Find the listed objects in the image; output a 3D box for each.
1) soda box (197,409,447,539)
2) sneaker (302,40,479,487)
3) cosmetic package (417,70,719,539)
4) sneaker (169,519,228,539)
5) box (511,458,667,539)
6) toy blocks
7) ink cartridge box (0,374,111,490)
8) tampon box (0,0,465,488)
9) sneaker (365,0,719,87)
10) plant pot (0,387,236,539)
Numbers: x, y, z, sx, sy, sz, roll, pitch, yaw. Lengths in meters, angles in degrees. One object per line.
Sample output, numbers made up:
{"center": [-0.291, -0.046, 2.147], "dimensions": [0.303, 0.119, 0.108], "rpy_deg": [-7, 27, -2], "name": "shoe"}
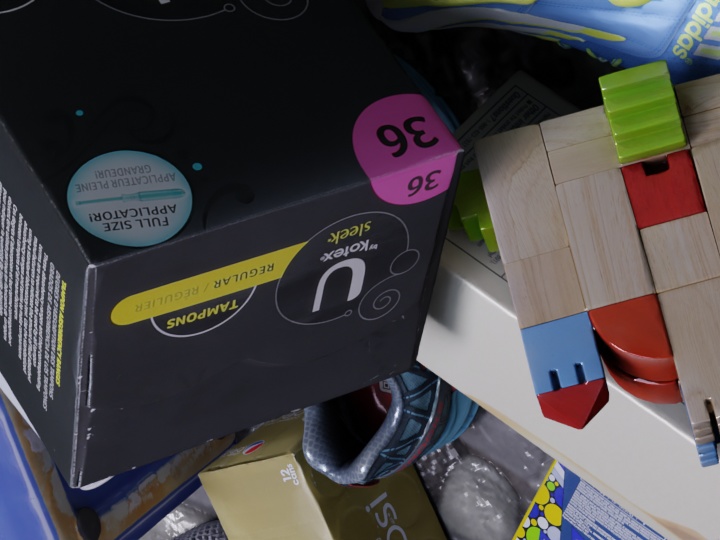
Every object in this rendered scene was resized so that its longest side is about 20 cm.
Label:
{"center": [0.007, 0.158, 1.328], "dimensions": [0.064, 0.068, 0.200], "rpy_deg": [-15, 104, 43], "name": "soda box"}
{"center": [0.000, 0.000, 1.224], "dimensions": [0.079, 0.096, 0.200], "rpy_deg": [5, 117, 35], "name": "sneaker"}
{"center": [0.106, 0.023, 1.143], "dimensions": [0.200, 0.105, 0.071], "rpy_deg": [37, 148, 17], "name": "cosmetic package"}
{"center": [-0.103, 0.204, 1.434], "dimensions": [0.200, 0.075, 0.115], "rpy_deg": [-32, 90, 40], "name": "sneaker"}
{"center": [0.097, 0.131, 1.241], "dimensions": [0.064, 0.070, 0.200], "rpy_deg": [38, 132, 16], "name": "box"}
{"center": [0.130, 0.004, 1.060], "dimensions": [0.200, 0.100, 0.137], "rpy_deg": [-15, 68, 5], "name": "toy blocks"}
{"center": [-0.121, -0.026, 1.257], "dimensions": [0.200, 0.160, 0.047], "rpy_deg": [51, 132, 2], "name": "ink cartridge box"}
{"center": [-0.081, -0.050, 1.095], "dimensions": [0.200, 0.150, 0.126], "rpy_deg": [54, 151, 32], "name": "tampon box"}
{"center": [0.093, -0.098, 1.111], "dimensions": [0.200, 0.076, 0.105], "rpy_deg": [-15, 105, 41], "name": "sneaker"}
{"center": [-0.182, 0.053, 1.332], "dimensions": [0.180, 0.200, 0.200], "rpy_deg": [-10, 106, 35], "name": "plant pot"}
